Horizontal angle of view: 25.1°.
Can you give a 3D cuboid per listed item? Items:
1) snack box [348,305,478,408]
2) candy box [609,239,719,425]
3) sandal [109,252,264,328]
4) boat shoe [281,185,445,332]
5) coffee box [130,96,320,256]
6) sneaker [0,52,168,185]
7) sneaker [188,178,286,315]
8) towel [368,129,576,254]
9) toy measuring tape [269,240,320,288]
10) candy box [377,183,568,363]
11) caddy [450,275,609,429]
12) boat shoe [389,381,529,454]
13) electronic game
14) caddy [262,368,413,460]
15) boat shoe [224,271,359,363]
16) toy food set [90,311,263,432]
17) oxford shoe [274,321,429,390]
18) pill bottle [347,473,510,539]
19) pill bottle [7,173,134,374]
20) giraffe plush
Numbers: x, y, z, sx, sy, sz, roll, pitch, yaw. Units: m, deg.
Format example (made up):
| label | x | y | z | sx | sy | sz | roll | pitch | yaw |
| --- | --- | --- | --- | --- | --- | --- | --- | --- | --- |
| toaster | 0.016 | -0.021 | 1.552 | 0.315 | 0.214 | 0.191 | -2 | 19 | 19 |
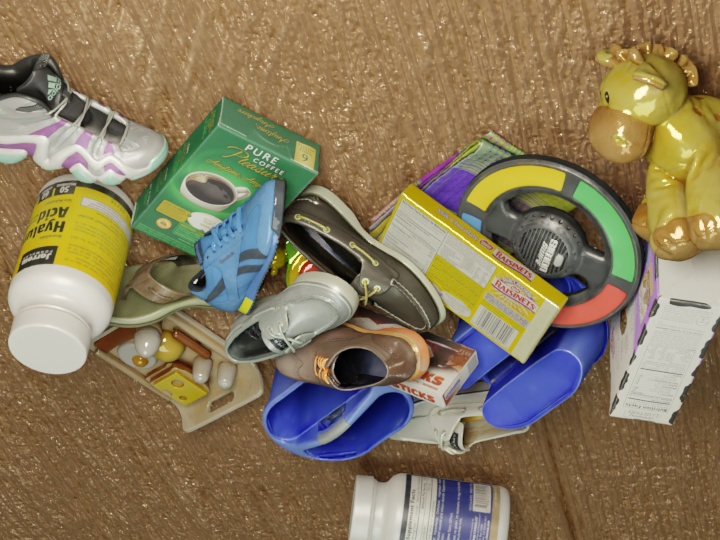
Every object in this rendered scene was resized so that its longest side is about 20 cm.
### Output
| label | x | y | z | sx | sy | sz | roll | pitch | yaw |
| --- | --- | --- | --- | --- | --- | --- | --- | --- | --- |
| snack box | 0.027 | 0.087 | 1.776 | 0.199 | 0.072 | 0.024 | 20 | 145 | 31 |
| candy box | 0.310 | 0.031 | 1.658 | 0.071 | 0.169 | 0.201 | 8 | 140 | -1 |
| sandal | -0.206 | 0.009 | 1.786 | 0.199 | 0.080 | 0.057 | -11 | 142 | 7 |
| boat shoe | 0.000 | 0.000 | 1.691 | 0.201 | 0.061 | 0.072 | 42 | 142 | 3 |
| coffee box | -0.141 | -0.087 | 1.686 | 0.122 | 0.044 | 0.200 | 24 | 137 | -21 |
| sneaker | -0.291 | -0.160 | 1.598 | 0.198 | 0.078 | 0.140 | 6 | 140 | 1 |
| sneaker | -0.129 | -0.026 | 1.672 | 0.078 | 0.066 | 0.200 | 16 | 140 | -10 |
| towel | 0.119 | -0.058 | 1.698 | 0.143 | 0.023 | 0.200 | 31 | 134 | -24 |
| toy measuring tape | -0.011 | 0.017 | 1.762 | 0.199 | 0.074 | 0.074 | 15 | 139 | -4 |
| candy box | 0.111 | 0.004 | 1.668 | 0.200 | 0.026 | 0.102 | 37 | 137 | 8 |
| caddy | 0.182 | 0.081 | 1.790 | 0.141 | 0.105 | 0.200 | 44 | 132 | -4 |
| boat shoe | 0.115 | 0.184 | 1.943 | 0.199 | 0.070 | 0.071 | -12 | 136 | 21 |
| electronic game | 0.189 | -0.027 | 1.628 | 0.199 | 0.042 | 0.201 | 16 | 129 | 20 |
| caddy | -0.024 | 0.150 | 1.883 | 0.141 | 0.105 | 0.200 | 30 | 135 | -23 |
| boat shoe | -0.077 | 0.060 | 1.719 | 0.070 | 0.072 | 0.200 | 43 | 145 | -19 |
| toy food set | -0.234 | 0.119 | 1.928 | 0.143 | 0.061 | 0.200 | -29 | 127 | 35 |
| oxford shoe | -0.025 | 0.093 | 1.723 | 0.199 | 0.073 | 0.072 | -7 | 98 | 40 |
| pill bottle | 0.086 | 0.321 | 2.073 | 0.198 | 0.116 | 0.116 | 8 | 140 | 1 |
| pill bottle | -0.306 | 0.005 | 1.698 | 0.110 | 0.201 | 0.112 | 4 | 140 | 3 |
| giraffe plush | 0.281 | -0.130 | 1.480 | 0.162 | 0.201 | 0.172 | 33 | 158 | -20 |
